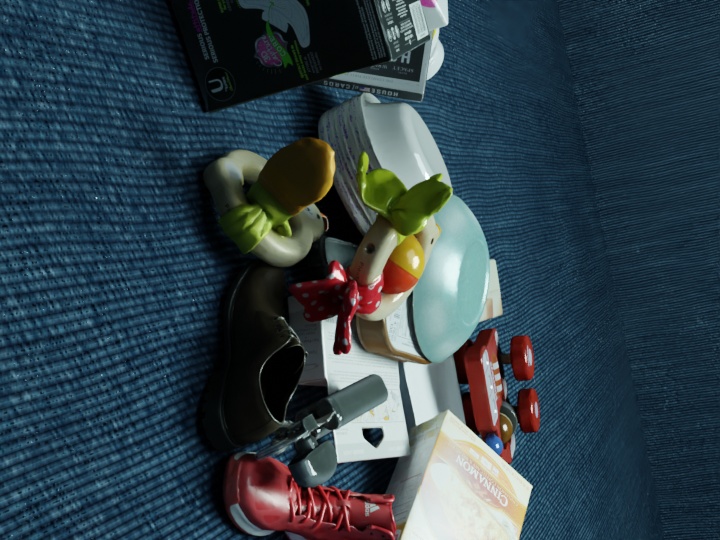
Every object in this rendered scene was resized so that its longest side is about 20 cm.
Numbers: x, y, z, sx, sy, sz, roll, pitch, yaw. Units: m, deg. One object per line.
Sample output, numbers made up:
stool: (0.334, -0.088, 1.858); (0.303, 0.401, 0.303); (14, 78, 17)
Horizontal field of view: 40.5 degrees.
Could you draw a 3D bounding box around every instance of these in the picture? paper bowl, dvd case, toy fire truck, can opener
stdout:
paper bowl: (0.040, -0.122, 1.184); (0.201, 0.104, 0.201); (56, 19, -31)
dvd case: (0.016, -0.306, 1.184); (0.025, 0.149, 0.201); (98, 1, -68)
toy fire truck: (0.187, 0.187, 1.398); (0.168, 0.112, 0.201); (-41, 124, -66)
can opener: (-0.030, 0.148, 0.916); (0.067, 0.052, 0.200); (63, 27, 1)

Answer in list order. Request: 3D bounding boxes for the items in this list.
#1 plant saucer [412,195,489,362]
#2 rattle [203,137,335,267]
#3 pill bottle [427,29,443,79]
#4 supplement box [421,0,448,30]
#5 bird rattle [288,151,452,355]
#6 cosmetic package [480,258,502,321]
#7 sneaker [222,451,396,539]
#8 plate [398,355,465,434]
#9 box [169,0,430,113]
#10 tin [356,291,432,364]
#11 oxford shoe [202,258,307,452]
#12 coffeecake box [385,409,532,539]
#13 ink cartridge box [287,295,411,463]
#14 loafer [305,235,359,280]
plant saucer: (0.118, 0.013, 1.162); (0.201, 0.039, 0.202); (-26, 120, -60)
rattle: (-0.050, -0.086, 0.962); (0.130, 0.143, 0.200); (48, 22, 24)
pill bottle: (0.041, -0.342, 1.331); (0.200, 0.111, 0.112); (41, 43, -54)
supplement box: (-0.012, -0.309, 1.078); (0.101, 0.199, 0.104); (49, 37, -49)
bird rattle: (0.027, -0.005, 0.964); (0.163, 0.112, 0.201); (27, 83, -63)
cosmetic package: (0.121, 0.036, 1.353); (0.200, 0.103, 0.088); (-5, 86, -66)
sneaker: (-0.034, 0.209, 0.896); (0.200, 0.115, 0.079); (42, 43, -55)
plate: (0.096, 0.203, 1.305); (0.199, 0.032, 0.201); (-1, 80, -68)
box: (-0.055, -0.247, 0.950); (0.149, 0.199, 0.125); (-47, 124, -63)
tin: (0.054, 0.049, 1.127); (0.200, 0.042, 0.113); (24, 79, -62)
oxford shoe: (-0.082, 0.069, 0.891); (0.073, 0.084, 0.201); (48, 33, -43)
coffeecake box: (0.104, 0.290, 1.129); (0.153, 0.073, 0.200); (43, 42, -14)
ink cartridge box: (-0.010, 0.122, 1.083); (0.200, 0.044, 0.177); (18, 64, -64)
loafer: (0.000, 0.000, 1.128); (0.200, 0.070, 0.068); (30, 52, -60)
